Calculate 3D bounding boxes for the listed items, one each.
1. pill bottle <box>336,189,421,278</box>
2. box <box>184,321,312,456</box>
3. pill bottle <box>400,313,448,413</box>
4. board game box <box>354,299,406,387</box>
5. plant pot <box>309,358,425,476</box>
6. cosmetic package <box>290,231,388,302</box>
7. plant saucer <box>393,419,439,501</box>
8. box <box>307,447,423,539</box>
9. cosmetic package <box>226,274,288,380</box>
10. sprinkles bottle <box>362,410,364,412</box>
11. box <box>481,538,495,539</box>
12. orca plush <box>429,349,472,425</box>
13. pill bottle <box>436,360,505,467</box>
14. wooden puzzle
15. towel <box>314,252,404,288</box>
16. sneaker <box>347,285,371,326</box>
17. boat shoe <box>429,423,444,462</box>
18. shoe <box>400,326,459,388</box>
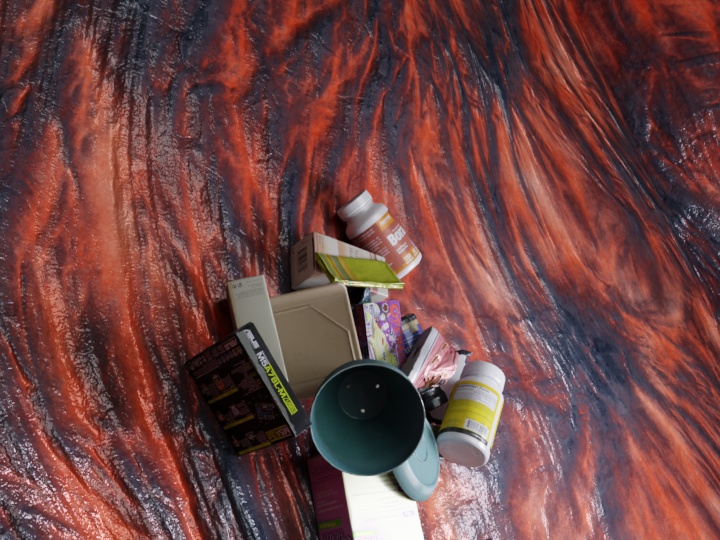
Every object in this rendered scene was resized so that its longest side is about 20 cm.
[{"bbox_3d":[0.039,-0.077,1.755,0.201,0.112,0.112,52,42,-9],"label":"pill bottle"},{"bbox_3d":[-0.192,0.203,1.302,0.047,0.199,0.194,-34,92,-42],"label":"box"},{"bbox_3d":[0.107,0.203,1.667,0.111,0.111,0.202,-19,82,-48],"label":"pill bottle"},{"bbox_3d":[0.045,0.163,1.565,0.120,0.032,0.203,-3,85,-55],"label":"board game box"},{"bbox_3d":[0.009,0.243,1.389,0.201,0.200,0.135,51,4,-10],"label":"plant pot"},{"bbox_3d":[-0.044,0.004,1.646,0.199,0.087,0.104,18,54,-38],"label":"cosmetic package"},{"bbox_3d":[0.106,0.344,1.519,0.200,0.027,0.202,46,32,-41],"label":"plant saucer"},{"bbox_3d":[0.010,0.435,1.452,0.175,0.096,0.202,7,62,-43],"label":"box"},{"bbox_3d":[-0.188,0.121,1.413,0.072,0.104,0.202,-11,73,-12],"label":"cosmetic package"},{"bbox_3d":[-0.016,0.242,1.556,0.068,0.068,0.202,27,52,-32],"label":"sprinkles bottle"},{"bbox_3d":[0.239,0.675,1.527,0.201,0.122,0.193,53,43,-8],"label":"box"},{"bbox_3d":[0.201,0.275,1.778,0.104,0.072,0.201,4,48,7],"label":"orca plush"},{"bbox_3d":[0.237,0.298,1.641,0.114,0.114,0.201,41,50,-20],"label":"pill bottle"},{"bbox_3d":[-0.097,0.138,1.484,0.037,0.183,0.202,81,-4,-77],"label":"wooden puzzle"},{"bbox_3d":[0.000,0.000,1.589,0.199,0.018,0.086,6,39,-43],"label":"towel"},{"bbox_3d":[-0.056,0.084,1.555,0.079,0.096,0.200,32,50,26],"label":"sneaker"},{"bbox_3d":[0.171,0.372,1.674,0.199,0.062,0.076,12,62,-38],"label":"boat shoe"},{"bbox_3d":[0.133,0.208,1.563,0.091,0.071,0.201,42,46,-8],"label":"shoe"}]
